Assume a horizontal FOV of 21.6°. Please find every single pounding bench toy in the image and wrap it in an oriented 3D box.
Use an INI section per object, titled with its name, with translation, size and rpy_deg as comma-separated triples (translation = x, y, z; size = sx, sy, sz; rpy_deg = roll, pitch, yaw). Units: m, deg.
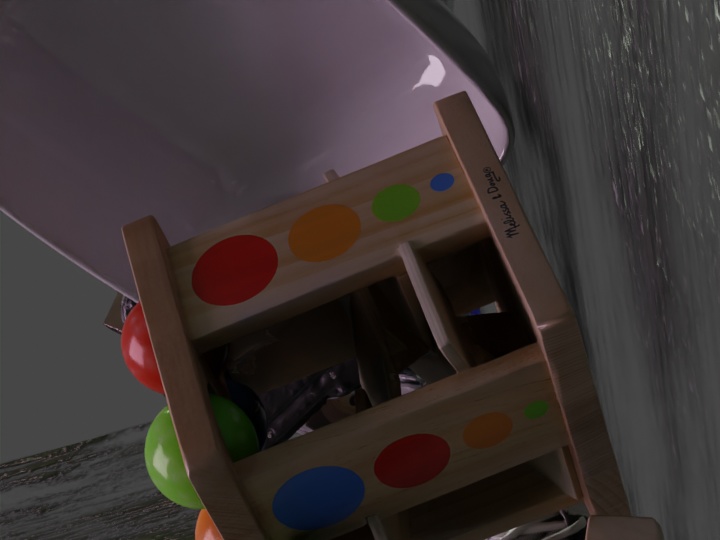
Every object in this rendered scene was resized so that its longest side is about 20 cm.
[pounding bench toy]
translation = 0.008, 0.066, 0.672
size = 0.124, 0.155, 0.200
rpy_deg = 69, 180, -46

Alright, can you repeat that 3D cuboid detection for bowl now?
[bowl]
translation = -0.061, -0.081, 0.752
size = 0.200, 0.199, 0.075
rpy_deg = 37, -142, -28

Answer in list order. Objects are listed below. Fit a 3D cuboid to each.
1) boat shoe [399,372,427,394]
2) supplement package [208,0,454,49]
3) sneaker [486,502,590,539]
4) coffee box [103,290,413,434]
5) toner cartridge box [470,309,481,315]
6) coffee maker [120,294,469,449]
[boat shoe]
translation = 0.035, 0.079, 0.960
size = 0.067, 0.074, 0.200
rpy_deg = 36, -171, 6
[supplement package]
translation = -0.035, -0.187, 0.886
size = 0.156, 0.110, 0.201
rpy_deg = 81, 174, -78
[sneaker]
translation = 0.062, 0.097, 0.779
size = 0.200, 0.074, 0.089
rpy_deg = -113, 5, -78
[coffee box]
translation = -0.048, 0.029, 1.158
size = 0.080, 0.113, 0.200
rpy_deg = 19, 169, 40
[toner cartridge box]
translation = 0.076, 0.115, 1.126
size = 0.095, 0.043, 0.201
rpy_deg = 78, 177, -50
[coffee maker]
translation = 0.000, 0.000, 0.960
size = 0.200, 0.191, 0.135
rpy_deg = -18, -92, -77
